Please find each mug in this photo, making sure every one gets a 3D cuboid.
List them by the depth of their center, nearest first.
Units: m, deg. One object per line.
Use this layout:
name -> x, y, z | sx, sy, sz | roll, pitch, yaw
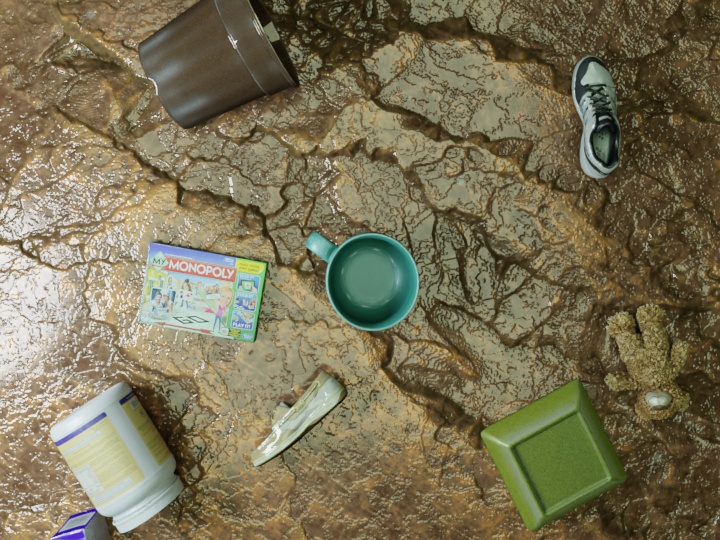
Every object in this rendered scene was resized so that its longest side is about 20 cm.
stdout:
mug -> 0.011, 0.000, 1.388 | 0.150, 0.114, 0.188 | -24, 93, 0

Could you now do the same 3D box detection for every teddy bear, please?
teddy bear -> 0.487, 0.157, 1.438 | 0.142, 0.067, 0.204 | -1, 93, 0

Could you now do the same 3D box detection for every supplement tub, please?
supplement tub -> -0.389, 0.301, 1.377 | 0.144, 0.145, 0.202 | -31, 94, 0

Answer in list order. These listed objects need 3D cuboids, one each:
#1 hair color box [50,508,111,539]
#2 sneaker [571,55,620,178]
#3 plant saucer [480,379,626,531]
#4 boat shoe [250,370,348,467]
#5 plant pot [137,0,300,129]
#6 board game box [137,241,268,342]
hair color box -> -0.441, 0.510, 1.405 | 0.064, 0.109, 0.203 | -17, 93, -1
sneaker -> 0.398, -0.256, 1.399 | 0.074, 0.088, 0.204 | -8, 92, 0
plant saucer -> 0.336, 0.322, 1.452 | 0.198, 0.048, 0.202 | -28, 94, 0
boat shoe -> -0.112, 0.247, 1.426 | 0.199, 0.074, 0.067 | -40, 81, -1
plant pot -> -0.225, -0.332, 1.330 | 0.196, 0.200, 0.203 | -27, 94, 8
board game box -> -0.263, 0.036, 1.423 | 0.196, 0.029, 0.137 | 10, 94, -3
